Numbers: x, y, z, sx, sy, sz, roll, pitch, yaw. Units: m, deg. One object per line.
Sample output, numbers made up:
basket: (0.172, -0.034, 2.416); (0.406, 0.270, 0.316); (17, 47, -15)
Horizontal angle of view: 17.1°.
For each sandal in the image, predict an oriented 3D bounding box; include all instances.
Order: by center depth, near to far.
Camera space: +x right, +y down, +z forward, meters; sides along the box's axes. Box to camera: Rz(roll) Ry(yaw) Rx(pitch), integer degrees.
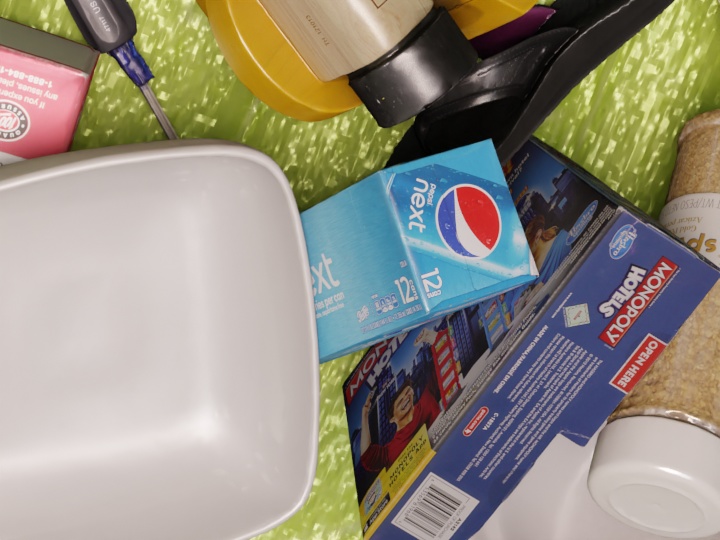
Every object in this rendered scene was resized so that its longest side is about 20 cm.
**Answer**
sandal: (0.075, -0.106, 1.172); (0.200, 0.075, 0.048); (-44, 118, -1)

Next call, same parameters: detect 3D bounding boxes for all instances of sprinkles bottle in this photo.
sprinkles bottle: (0.160, 0.023, 1.115); (0.068, 0.068, 0.201); (24, 61, -10)

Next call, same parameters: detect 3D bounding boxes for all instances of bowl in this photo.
bowl: (-0.123, 0.035, 1.103); (0.198, 0.075, 0.201); (-11, 113, -17)

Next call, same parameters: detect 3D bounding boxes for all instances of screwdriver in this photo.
screwdriver: (-0.097, -0.080, 1.194); (0.029, 0.028, 0.201); (-40, 108, -22)

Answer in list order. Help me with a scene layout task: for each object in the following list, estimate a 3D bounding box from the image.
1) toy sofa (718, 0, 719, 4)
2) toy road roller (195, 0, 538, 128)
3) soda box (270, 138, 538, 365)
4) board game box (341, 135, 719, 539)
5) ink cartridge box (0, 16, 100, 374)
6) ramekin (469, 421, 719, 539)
toy sofa: (0.199, -0.187, 1.146); (0.082, 0.098, 0.201); (-21, 98, 33)
toy road roller: (0.006, -0.156, 1.147); (0.123, 0.146, 0.200); (52, 60, -14)
soda box: (0.000, 0.000, 1.125); (0.064, 0.200, 0.068); (-17, 86, -30)
board game box: (0.072, 0.019, 1.147); (0.061, 0.200, 0.200); (31, 110, -17)
ink cartridge box: (-0.222, -0.027, 1.148); (0.144, 0.083, 0.201); (17, 103, -8)
ramekin: (0.152, 0.109, 1.172); (0.200, 0.201, 0.098); (-35, 135, 6)
